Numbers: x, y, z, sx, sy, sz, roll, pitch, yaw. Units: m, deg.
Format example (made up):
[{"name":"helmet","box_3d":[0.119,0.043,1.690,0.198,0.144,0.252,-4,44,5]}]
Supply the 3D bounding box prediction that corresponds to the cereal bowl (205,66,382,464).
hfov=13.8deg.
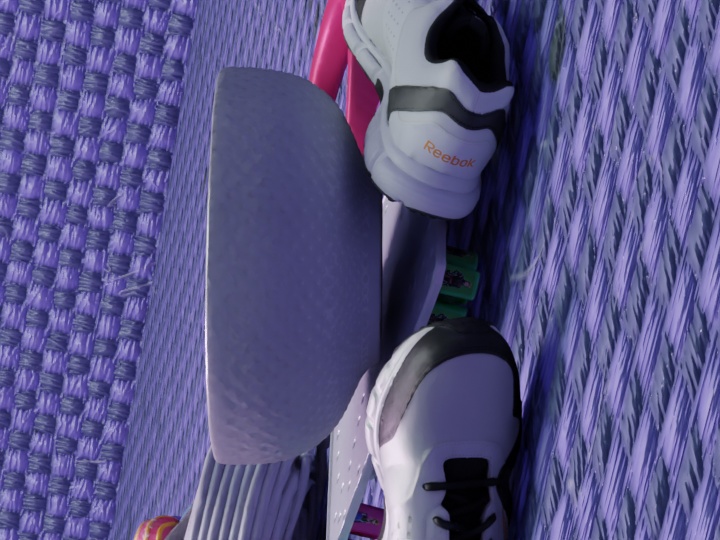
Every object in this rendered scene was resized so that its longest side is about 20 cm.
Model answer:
[{"name":"cereal bowl","box_3d":[-0.030,-0.002,1.477,0.200,0.083,0.200,0,-90,-90]}]

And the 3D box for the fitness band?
[{"name":"fitness band","box_3d":[-0.007,-0.112,1.952,0.200,0.037,0.144,-101,23,-64]}]

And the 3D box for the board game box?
[{"name":"board game box","box_3d":[0.022,0.022,1.540,0.200,0.026,0.200,-88,15,-54]}]

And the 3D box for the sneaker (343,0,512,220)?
[{"name":"sneaker","box_3d":[0.042,-0.110,1.459,0.200,0.074,0.080,-101,33,-53]}]

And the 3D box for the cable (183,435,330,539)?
[{"name":"cable","box_3d":[-0.077,0.198,1.889,0.200,0.069,0.200,97,-171,-46]}]

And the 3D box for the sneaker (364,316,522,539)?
[{"name":"sneaker","box_3d":[0.042,0.116,1.309,0.080,0.074,0.200,-127,39,-58]}]

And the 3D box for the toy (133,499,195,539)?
[{"name":"toy","box_3d":[-0.129,0.198,1.944,0.200,0.047,0.115,-57,-21,-70]}]

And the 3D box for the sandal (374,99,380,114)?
[{"name":"sandal","box_3d":[0.024,-0.159,1.630,0.082,0.050,0.203,90,-166,-79]}]
